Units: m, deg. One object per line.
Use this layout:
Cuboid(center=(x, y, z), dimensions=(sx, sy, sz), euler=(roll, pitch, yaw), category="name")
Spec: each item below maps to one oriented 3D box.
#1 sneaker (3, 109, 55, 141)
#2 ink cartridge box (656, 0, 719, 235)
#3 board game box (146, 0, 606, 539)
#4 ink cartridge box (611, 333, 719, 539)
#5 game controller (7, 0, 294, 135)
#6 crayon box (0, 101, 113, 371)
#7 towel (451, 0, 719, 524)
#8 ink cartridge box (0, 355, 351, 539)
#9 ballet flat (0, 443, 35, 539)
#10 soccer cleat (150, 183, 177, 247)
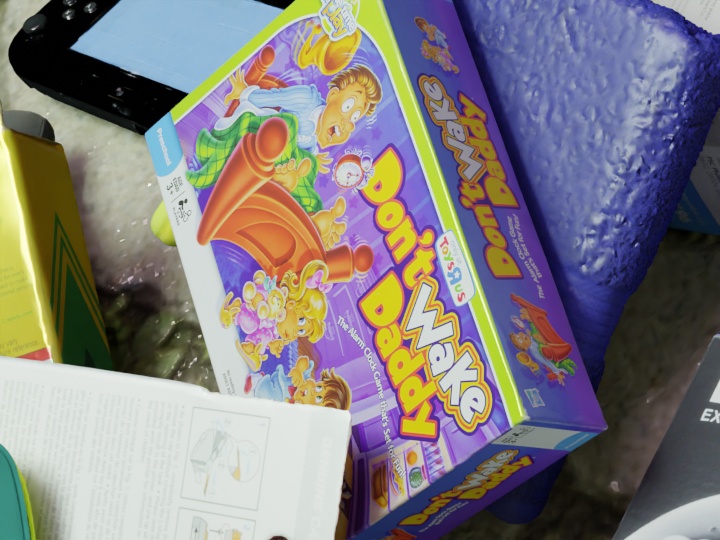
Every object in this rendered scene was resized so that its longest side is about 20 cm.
Cuboid(center=(-0.223, 0.003, 1.189), dimensions=(0.199, 0.075, 0.106), euler=(-23, 33, 14), category="sneaker")
Cuboid(center=(0.203, -0.067, 0.955), dimensions=(0.199, 0.068, 0.116), euler=(11, 61, 40), category="ink cartridge box")
Cuboid(center=(0.000, 0.000, 0.948), dimensions=(0.134, 0.045, 0.201), euler=(-38, 58, 35), category="board game box")
Cuboid(center=(0.191, 0.082, 0.857), dimensions=(0.197, 0.043, 0.200), euler=(10, 59, 39), category="ink cartridge box")
Cuboid(center=(-0.081, -0.107, 1.198), dimensions=(0.200, 0.042, 0.104), euler=(23, 69, 43), category="game controller")
Cuboid(center=(-0.175, 0.025, 1.074), dimensions=(0.126, 0.051, 0.201), euler=(-17, 78, 20), category="crayon box")
Cuboid(center=(0.059, -0.020, 0.970), dimensions=(0.148, 0.049, 0.201), euler=(34, 107, 42), category="towel")
Cuboid(center=(-0.083, 0.122, 0.952), dimensions=(0.199, 0.057, 0.163), euler=(6, 86, 32), category="ink cartridge box")
Cuboid(center=(-0.143, 0.159, 0.931), dimensions=(0.067, 0.067, 0.201), euler=(-33, 61, 51), category="ballet flat")
Cuboid(center=(-0.001, -0.067, 1.085), dimensions=(0.200, 0.084, 0.065), euler=(-39, 2, -4), category="soccer cleat")
